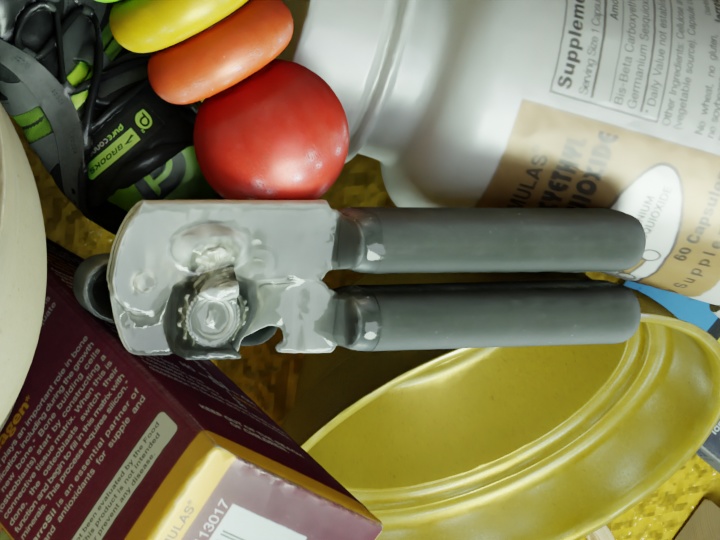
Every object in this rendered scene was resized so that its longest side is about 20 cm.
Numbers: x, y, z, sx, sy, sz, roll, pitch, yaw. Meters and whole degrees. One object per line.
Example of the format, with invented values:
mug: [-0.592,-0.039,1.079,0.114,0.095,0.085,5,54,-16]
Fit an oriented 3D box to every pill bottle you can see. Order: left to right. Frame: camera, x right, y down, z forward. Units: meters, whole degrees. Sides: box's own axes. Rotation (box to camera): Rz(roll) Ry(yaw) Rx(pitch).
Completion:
pill bottle: [0.065,-0.065,1.093,0.200,0.114,0.114,15,106,-13]

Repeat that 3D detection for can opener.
can opener: [0.000,0.000,1.024,0.200,0.067,0.053,-1,98,-25]

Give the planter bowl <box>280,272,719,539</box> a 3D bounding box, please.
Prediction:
planter bowl: [0.040,0.044,1.160,0.200,0.084,0.200,-16,149,-10]

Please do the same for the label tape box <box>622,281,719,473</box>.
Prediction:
label tape box: [0.214,0.041,1.280,0.200,0.066,0.143,40,89,2]

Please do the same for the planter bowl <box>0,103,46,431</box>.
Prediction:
planter bowl: [-0.189,0.009,0.974,0.200,0.200,0.135,-45,156,-4]

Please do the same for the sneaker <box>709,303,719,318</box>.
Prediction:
sneaker: [0.237,-0.031,1.215,0.114,0.073,0.200,41,72,-2]

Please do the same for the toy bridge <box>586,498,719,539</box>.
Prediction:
toy bridge: [0.149,0.138,1.330,0.200,0.027,0.067,32,96,-38]

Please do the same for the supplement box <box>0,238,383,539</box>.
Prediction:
supplement box: [-0.096,0.074,1.038,0.086,0.200,0.110,30,97,-40]

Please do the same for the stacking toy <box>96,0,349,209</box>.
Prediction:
stacking toy: [-0.069,-0.107,0.996,0.085,0.085,0.200,-31,104,-14]

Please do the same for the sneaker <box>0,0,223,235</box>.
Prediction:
sneaker: [-0.097,-0.068,1.041,0.071,0.083,0.200,-44,128,-5]
